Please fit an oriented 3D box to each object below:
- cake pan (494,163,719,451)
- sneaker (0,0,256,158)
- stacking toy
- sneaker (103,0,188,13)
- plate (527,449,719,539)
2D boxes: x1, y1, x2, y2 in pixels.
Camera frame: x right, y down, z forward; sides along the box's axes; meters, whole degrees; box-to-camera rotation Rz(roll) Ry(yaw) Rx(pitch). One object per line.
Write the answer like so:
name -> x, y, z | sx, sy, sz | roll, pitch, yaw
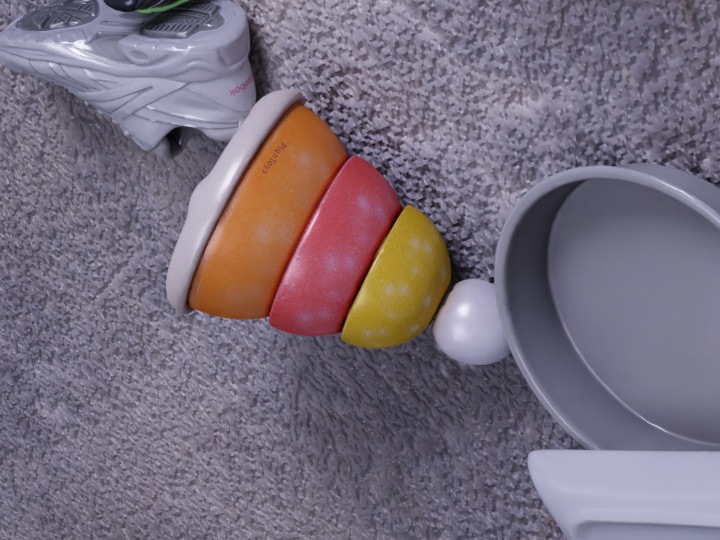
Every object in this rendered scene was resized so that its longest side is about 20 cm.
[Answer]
cake pan -> 0.162, 0.028, 1.291 | 0.200, 0.037, 0.201 | 24, 131, 31
sneaker -> -0.144, -0.114, 1.463 | 0.200, 0.078, 0.100 | 12, 128, 40
stacking toy -> 0.000, 0.000, 1.380 | 0.200, 0.146, 0.146 | 29, 136, 5
sneaker -> -0.138, -0.239, 1.359 | 0.077, 0.084, 0.201 | 4, 120, 42
plate -> 0.202, 0.181, 1.330 | 0.200, 0.032, 0.200 | -3, 129, 46
